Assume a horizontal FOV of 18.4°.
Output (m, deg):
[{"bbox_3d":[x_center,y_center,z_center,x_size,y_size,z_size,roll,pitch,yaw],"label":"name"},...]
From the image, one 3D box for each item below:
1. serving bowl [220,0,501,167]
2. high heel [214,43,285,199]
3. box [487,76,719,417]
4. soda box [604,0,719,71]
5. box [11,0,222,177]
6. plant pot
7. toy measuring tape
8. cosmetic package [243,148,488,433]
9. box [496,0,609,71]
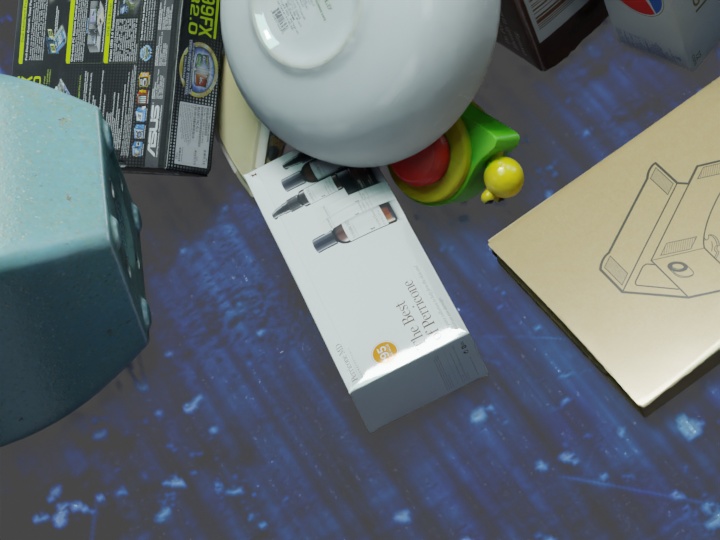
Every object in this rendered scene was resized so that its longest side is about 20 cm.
[{"bbox_3d":[-0.015,-0.164,1.366,0.200,0.066,0.200,1,91,37],"label":"serving bowl"},{"bbox_3d":[-0.040,-0.146,1.515,0.071,0.143,0.200,-7,85,39],"label":"high heel"},{"bbox_3d":[0.201,-0.022,1.337,0.200,0.021,0.163,-35,50,-7],"label":"box"},{"bbox_3d":[0.180,-0.218,1.376,0.064,0.200,0.068,28,68,35],"label":"soda box"},{"bbox_3d":[-0.162,-0.165,1.491,0.160,0.044,0.200,3,88,40],"label":"box"},{"bbox_3d":[-0.242,-0.010,1.402,0.200,0.196,0.196,-12,51,1],"label":"plant pot"},{"bbox_3d":[0.024,-0.094,1.424,0.200,0.074,0.074,36,73,30],"label":"toy measuring tape"},{"bbox_3d":[0.000,0.000,1.381,0.083,0.051,0.200,-28,49,0],"label":"cosmetic package"},{"bbox_3d":[0.094,-0.273,1.474,0.164,0.166,0.200,-42,51,-12],"label":"box"}]
